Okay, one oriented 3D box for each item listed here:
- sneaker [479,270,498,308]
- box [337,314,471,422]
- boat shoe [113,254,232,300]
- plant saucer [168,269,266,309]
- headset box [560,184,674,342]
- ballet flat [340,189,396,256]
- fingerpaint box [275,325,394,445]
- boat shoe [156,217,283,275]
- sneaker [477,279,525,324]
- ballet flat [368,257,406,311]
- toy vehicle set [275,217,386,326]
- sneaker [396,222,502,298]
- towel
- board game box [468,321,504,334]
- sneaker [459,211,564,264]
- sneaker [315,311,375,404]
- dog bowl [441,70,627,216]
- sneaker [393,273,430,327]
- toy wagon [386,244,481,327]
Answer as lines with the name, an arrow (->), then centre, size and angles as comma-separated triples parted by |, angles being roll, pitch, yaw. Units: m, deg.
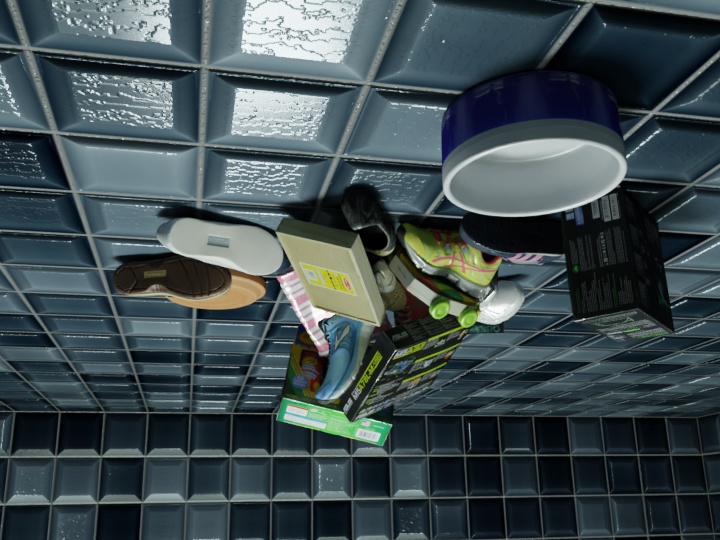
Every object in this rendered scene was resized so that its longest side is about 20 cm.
sneaker -> 0.153, 0.030, 1.355 | 0.085, 0.082, 0.199 | 18, 152, -36
box -> 0.077, 0.154, 1.286 | 0.198, 0.048, 0.195 | -15, 142, -41
boat shoe -> -0.306, 0.011, 1.295 | 0.198, 0.076, 0.075 | 4, 175, 7
plant saucer -> -0.272, 0.036, 1.419 | 0.196, 0.033, 0.201 | -2, 162, -1
headset box -> 0.375, -0.001, 1.115 | 0.092, 0.178, 0.199 | -14, 160, 33
ballet flat -> 0.009, -0.055, 1.112 | 0.065, 0.058, 0.200 | -4, 162, 13
fingerpaint box -> -0.037, 0.203, 1.390 | 0.196, 0.168, 0.074 | 15, 134, -5
boat shoe -> -0.209, -0.036, 1.152 | 0.197, 0.074, 0.068 | 5, -176, -39
sneaker -> 0.206, 0.055, 1.442 | 0.197, 0.079, 0.099 | -13, 156, 29
ballet flat -> 0.000, 0.000, 1.199 | 0.198, 0.071, 0.065 | 27, 142, -19
toy vehicle set -> -0.039, 0.005, 1.137 | 0.122, 0.027, 0.201 | 14, 150, 24
sneaker -> 0.138, -0.036, 1.181 | 0.198, 0.079, 0.091 | 25, 117, -35
towel -> -0.040, 0.060, 1.305 | 0.144, 0.030, 0.202 | -18, 124, 11
board game box -> 0.187, 0.105, 1.576 | 0.196, 0.029, 0.135 | -2, -172, 5
sneaker -> 0.218, -0.039, 1.155 | 0.197, 0.071, 0.082 | 9, 155, -27
sneaker -> -0.035, 0.116, 1.241 | 0.089, 0.203, 0.078 | 23, 160, -5
dog bowl -> 0.187, -0.132, 0.852 | 0.196, 0.080, 0.201 | -1, 162, 0
sneaker -> 0.089, 0.083, 1.341 | 0.073, 0.088, 0.201 | 13, 153, 40
toy wagon -> 0.131, 0.026, 1.239 | 0.198, 0.156, 0.040 | 18, 115, -40
